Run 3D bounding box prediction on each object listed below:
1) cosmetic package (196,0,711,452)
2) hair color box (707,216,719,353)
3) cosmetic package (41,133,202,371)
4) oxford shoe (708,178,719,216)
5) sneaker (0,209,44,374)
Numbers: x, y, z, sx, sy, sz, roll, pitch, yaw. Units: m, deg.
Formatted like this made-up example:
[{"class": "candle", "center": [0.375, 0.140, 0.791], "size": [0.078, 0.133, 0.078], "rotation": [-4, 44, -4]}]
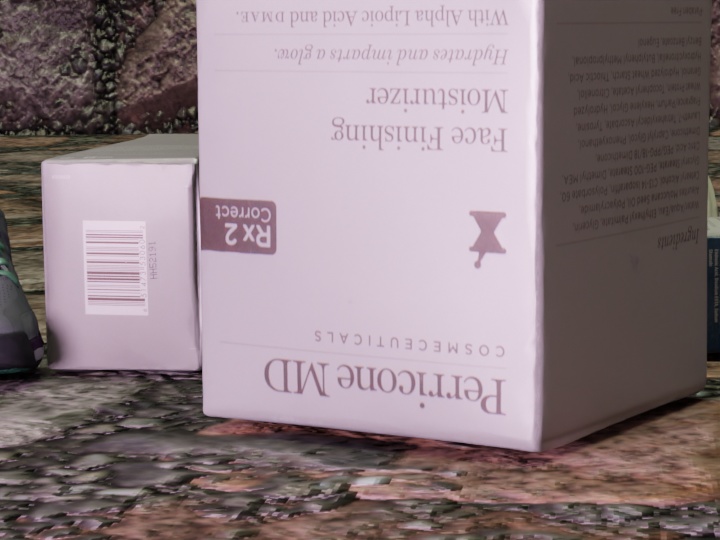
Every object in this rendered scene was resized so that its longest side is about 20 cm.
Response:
[{"class": "cosmetic package", "center": [0.042, -0.041, 0.885], "size": [0.164, 0.202, 0.165], "rotation": [3, 7, 32]}, {"class": "hair color box", "center": [0.209, 0.006, 1.057], "size": [0.198, 0.061, 0.100], "rotation": [-1, 7, 4]}, {"class": "cosmetic package", "center": [-0.098, -0.014, 1.095], "size": [0.089, 0.108, 0.200], "rotation": [0, 9, 12]}, {"class": "oxford shoe", "center": [0.204, -0.028, 1.343], "size": [0.058, 0.075, 0.200], "rotation": [34, 6, -7]}, {"class": "sneaker", "center": [-0.203, 0.001, 1.052], "size": [0.074, 0.088, 0.200], "rotation": [-3, 7, -17]}]
